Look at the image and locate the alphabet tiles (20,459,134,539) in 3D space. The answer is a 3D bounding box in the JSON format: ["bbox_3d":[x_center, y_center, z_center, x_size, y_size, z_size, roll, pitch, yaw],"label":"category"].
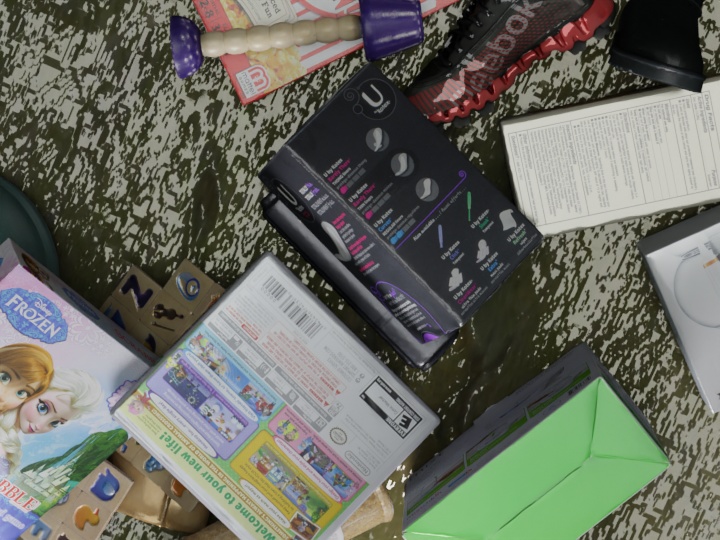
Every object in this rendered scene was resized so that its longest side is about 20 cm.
[{"bbox_3d":[-0.289,0.183,1.695,0.167,0.008,0.200,35,101,12],"label":"alphabet tiles"}]

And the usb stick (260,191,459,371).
[{"bbox_3d":[0.000,0.000,1.681,0.055,0.033,0.200,-44,93,4],"label":"usb stick"}]

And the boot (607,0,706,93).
[{"bbox_3d":[0.251,-0.231,1.572,0.073,0.198,0.163,18,103,-3],"label":"boot"}]

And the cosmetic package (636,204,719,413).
[{"bbox_3d":[0.349,0.008,1.655,0.200,0.052,0.151,-25,105,4],"label":"cosmetic package"}]

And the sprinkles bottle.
[{"bbox_3d":[-0.072,0.220,1.663,0.200,0.068,0.068,-25,95,-13],"label":"sprinkles bottle"}]

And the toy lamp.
[{"bbox_3d":[-0.049,-0.189,1.606,0.200,0.058,0.058,-5,96,5],"label":"toy lamp"}]

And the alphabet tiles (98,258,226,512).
[{"bbox_3d":[-0.142,0.095,1.656,0.200,0.006,0.167,39,101,11],"label":"alphabet tiles"}]

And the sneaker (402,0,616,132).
[{"bbox_3d":[0.105,-0.191,1.629,0.200,0.071,0.098,-34,117,3],"label":"sneaker"}]

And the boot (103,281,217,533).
[{"bbox_3d":[-0.113,0.126,1.686,0.175,0.066,0.200,19,96,12],"label":"boot"}]

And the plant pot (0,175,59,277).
[{"bbox_3d":[-0.360,0.009,1.628,0.200,0.134,0.201,0,91,9],"label":"plant pot"}]

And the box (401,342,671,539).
[{"bbox_3d":[0.136,0.163,1.623,0.200,0.176,0.097,-39,93,5],"label":"box"}]

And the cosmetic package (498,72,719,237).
[{"bbox_3d":[0.219,-0.095,1.644,0.200,0.071,0.105,-10,96,3],"label":"cosmetic package"}]

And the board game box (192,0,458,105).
[{"bbox_3d":[-0.039,-0.247,1.649,0.200,0.046,0.152,-26,95,4],"label":"board game box"}]

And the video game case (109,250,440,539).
[{"bbox_3d":[-0.067,0.117,1.610,0.200,0.022,0.182,45,87,-9],"label":"video game case"}]

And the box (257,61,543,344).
[{"bbox_3d":[0.030,-0.052,1.616,0.200,0.122,0.106,45,74,-3],"label":"box"}]

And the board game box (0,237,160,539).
[{"bbox_3d":[-0.279,0.101,1.591,0.199,0.041,0.200,-42,130,7],"label":"board game box"}]
